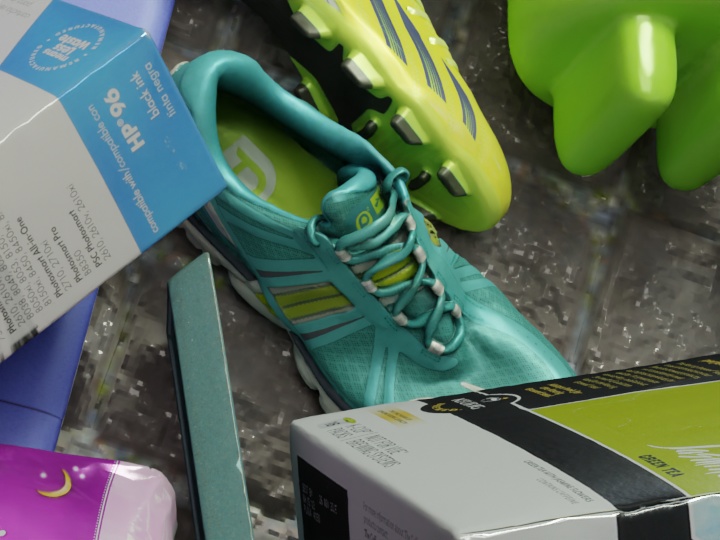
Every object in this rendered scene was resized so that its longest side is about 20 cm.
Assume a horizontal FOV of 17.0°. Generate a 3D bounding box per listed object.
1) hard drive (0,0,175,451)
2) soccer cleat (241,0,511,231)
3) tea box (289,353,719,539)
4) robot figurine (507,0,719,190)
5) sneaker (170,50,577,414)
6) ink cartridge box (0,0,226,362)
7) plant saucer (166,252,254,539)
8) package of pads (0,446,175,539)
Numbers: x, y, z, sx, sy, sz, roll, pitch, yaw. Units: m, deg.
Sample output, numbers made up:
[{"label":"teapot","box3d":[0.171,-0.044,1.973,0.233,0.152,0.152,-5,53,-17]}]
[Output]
[{"label":"hard drive","box3d":[-0.152,-0.035,0.876,0.132,0.025,0.200,15,68,-5]},{"label":"soccer cleat","box3d":[-0.001,-0.103,0.913,0.084,0.065,0.200,-36,81,-28]},{"label":"tea box","box3d":[0.098,0.110,0.759,0.196,0.200,0.134,-8,98,-13]},{"label":"robot figurine","box3d":[0.112,-0.134,0.916,0.175,0.116,0.200,7,66,-17]},{"label":"sneaker","box3d":[0.000,0.000,0.864,0.200,0.080,0.078,41,67,5]},{"label":"ink cartridge box","box3d":[-0.159,-0.008,0.782,0.200,0.116,0.068,-39,124,-21]},{"label":"plant saucer","box3d":[-0.046,0.098,0.824,0.019,0.070,0.200,-6,71,-8]},{"label":"package of pads","box3d":[-0.123,0.147,0.745,0.120,0.076,0.200,8,46,-7]}]
